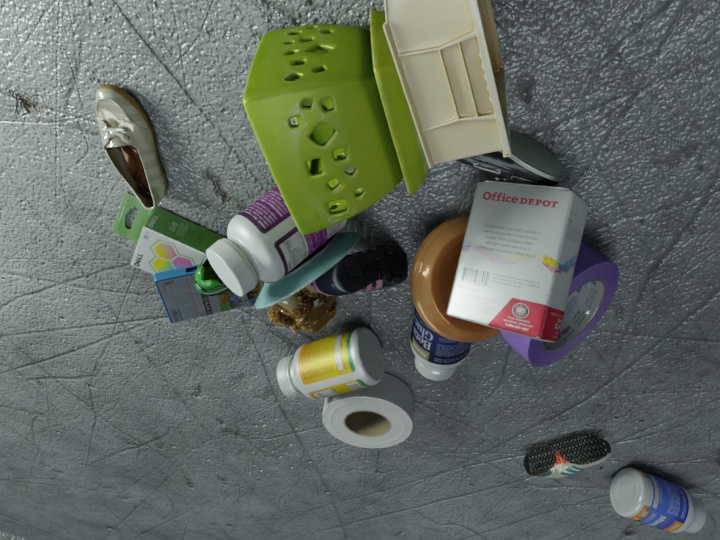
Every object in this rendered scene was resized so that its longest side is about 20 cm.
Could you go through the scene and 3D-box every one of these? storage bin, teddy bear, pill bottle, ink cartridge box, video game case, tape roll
[{"bbox_3d":[0.101,-0.256,0.663,0.093,0.201,0.200,-9,132,19],"label":"storage bin"},{"bbox_3d":[-0.098,0.049,1.042,0.145,0.067,0.200,-47,161,6],"label":"teddy bear"},{"bbox_3d":[0.146,0.104,1.059,0.110,0.112,0.201,6,134,3],"label":"pill bottle"},{"bbox_3d":[-0.123,-0.055,0.876,0.112,0.200,0.113,40,155,23],"label":"pill bottle"},{"bbox_3d":[-0.333,-0.041,1.030,0.198,0.060,0.104,25,132,-15],"label":"ink cartridge box"},{"bbox_3d":[-0.062,0.189,1.172,0.198,0.113,0.113,-20,128,25],"label":"pill bottle"},{"bbox_3d":[-0.245,0.029,1.039,0.198,0.018,0.144,-12,148,-13],"label":"video game case"},{"bbox_3d":[0.222,-0.014,0.842,0.147,0.202,0.085,14,177,38],"label":"ink cartridge box"},{"bbox_3d":[0.017,0.306,1.301,0.200,0.071,0.204,5,135,5],"label":"tape roll"},{"bbox_3d":[0.700,0.546,1.396,0.198,0.113,0.112,22,133,-11],"label":"pill bottle"},{"bbox_3d":[0.314,0.054,0.941,0.199,0.066,0.202,-24,135,-26],"label":"tape roll"}]

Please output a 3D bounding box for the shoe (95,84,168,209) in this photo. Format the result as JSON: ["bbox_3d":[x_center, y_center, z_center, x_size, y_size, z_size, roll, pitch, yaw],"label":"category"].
[{"bbox_3d":[-0.346,-0.181,0.902,0.069,0.054,0.201,-3,133,11],"label":"shoe"}]

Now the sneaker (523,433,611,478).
[{"bbox_3d":[0.479,0.427,1.360,0.199,0.071,0.093,-28,142,28],"label":"sneaker"}]

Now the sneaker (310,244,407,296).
[{"bbox_3d":[0.000,0.000,0.965,0.081,0.071,0.199,-11,177,38],"label":"sneaker"}]

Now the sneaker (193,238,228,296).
[{"bbox_3d":[-0.178,-0.031,0.946,0.078,0.200,0.085,47,170,-7],"label":"sneaker"}]

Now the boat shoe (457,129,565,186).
[{"bbox_3d":[0.188,-0.163,0.831,0.199,0.076,0.061,29,132,-2],"label":"boat shoe"}]

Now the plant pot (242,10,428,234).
[{"bbox_3d":[-0.018,-0.195,0.748,0.179,0.201,0.200,-13,131,11],"label":"plant pot"}]

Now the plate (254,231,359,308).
[{"bbox_3d":[-0.090,-0.010,0.937,0.199,0.200,0.026,-26,106,29],"label":"plate"}]

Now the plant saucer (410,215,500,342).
[{"bbox_3d":[0.177,0.015,0.935,0.198,0.037,0.203,-1,95,-14],"label":"plant saucer"}]
